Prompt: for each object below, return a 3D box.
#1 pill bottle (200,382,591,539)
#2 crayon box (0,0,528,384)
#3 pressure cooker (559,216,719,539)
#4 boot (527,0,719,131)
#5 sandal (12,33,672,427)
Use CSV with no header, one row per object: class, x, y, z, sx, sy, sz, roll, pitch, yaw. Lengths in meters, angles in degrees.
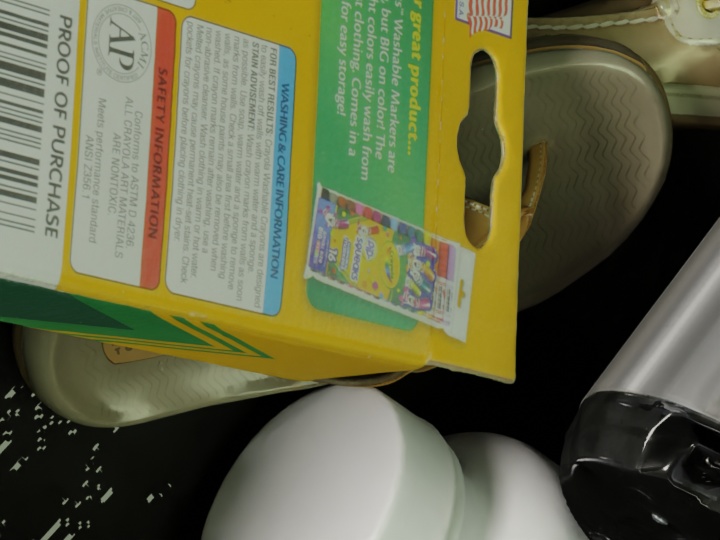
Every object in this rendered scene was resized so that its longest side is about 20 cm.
pill bottle,0.047,0.119,0.867,0.200,0.112,0.113,36,84,-33
crayon box,-0.042,-0.044,0.720,0.199,0.051,0.127,14,74,-43
pressure cooker,0.175,0.029,0.779,0.176,0.178,0.200,46,74,-31
boot,0.113,-0.120,0.863,0.199,0.072,0.156,-3,95,-12
sandal,0.000,0.000,0.804,0.199,0.054,0.081,-21,121,-6
